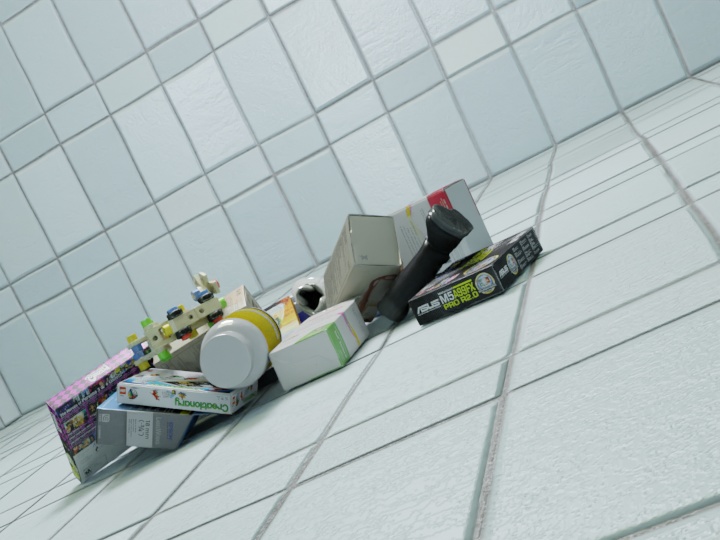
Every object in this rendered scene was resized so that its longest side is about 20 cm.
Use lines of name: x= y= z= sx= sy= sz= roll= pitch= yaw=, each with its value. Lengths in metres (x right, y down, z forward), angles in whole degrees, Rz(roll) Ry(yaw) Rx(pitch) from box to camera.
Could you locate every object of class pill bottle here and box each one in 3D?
pill bottle: x=-0.194 y=0.127 z=1.582 sx=0.110 sy=0.113 sz=0.200 roll=-26 pitch=3 yaw=7

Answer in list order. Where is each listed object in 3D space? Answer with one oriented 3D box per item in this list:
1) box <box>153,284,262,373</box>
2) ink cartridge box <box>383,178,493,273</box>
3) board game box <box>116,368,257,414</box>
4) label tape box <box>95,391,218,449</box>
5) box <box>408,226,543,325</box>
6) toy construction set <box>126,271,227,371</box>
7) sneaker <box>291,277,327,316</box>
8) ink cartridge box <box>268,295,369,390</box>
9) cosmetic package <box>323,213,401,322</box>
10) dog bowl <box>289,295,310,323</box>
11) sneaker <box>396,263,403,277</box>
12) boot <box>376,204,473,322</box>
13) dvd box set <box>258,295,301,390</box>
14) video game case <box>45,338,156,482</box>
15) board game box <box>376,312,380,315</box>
box: x=-0.261 y=0.126 z=1.741 sx=0.198 sy=0.096 sz=0.078 roll=-31 pitch=30 yaw=6
ink cartridge box: x=0.141 y=-0.072 z=1.944 sx=0.198 sy=0.148 sz=0.082 roll=-22 pitch=6 yaw=44
board game box: x=-0.280 y=0.195 z=1.609 sx=0.195 sy=0.035 sz=0.126 roll=4 pitch=7 yaw=13
label tape box: x=-0.319 y=0.243 z=1.623 sx=0.195 sy=0.065 sz=0.144 roll=3 pitch=7 yaw=2
box: x=0.182 y=0.007 z=1.538 sx=0.158 sy=0.045 sz=0.199 roll=-26 pitch=5 yaw=34
toy construction set: x=-0.298 y=0.085 z=1.665 sx=0.200 sy=0.092 sz=0.131 roll=-45 pitch=3 yaw=-28
sneaker: x=-0.090 y=0.047 z=1.882 sx=0.199 sy=0.098 sz=0.079 roll=25 pitch=88 yaw=56
ink cartridge box: x=-0.058 y=0.114 z=1.612 sx=0.115 sy=0.068 sz=0.200 roll=-24 pitch=7 yaw=21
cosmetic package: x=0.000 y=0.000 z=1.714 sx=0.085 sy=0.105 sz=0.201 roll=1 pitch=-30 yaw=-15
dog bowl: x=-0.114 y=0.089 z=2.073 sx=0.197 sy=0.080 sz=0.200 roll=-28 pitch=6 yaw=3
sneaker: x=-0.009 y=0.017 z=1.898 sx=0.198 sy=0.071 sz=0.075 roll=-25 pitch=11 yaw=42
boot: x=0.091 y=-0.007 z=1.591 sx=0.201 sy=0.066 sz=0.164 roll=-49 pitch=-17 yaw=14
dvd box set: x=-0.168 y=0.134 z=1.771 sx=0.144 sy=0.030 sz=0.201 roll=-29 pitch=29 yaw=1
video game case: x=-0.434 y=0.244 z=1.720 sx=0.035 sy=0.184 sz=0.199 roll=27 pitch=49 yaw=36
board game box: x=0.036 y=0.053 z=1.898 sx=0.134 sy=0.035 sz=0.199 roll=-31 pitch=6 yaw=-34
